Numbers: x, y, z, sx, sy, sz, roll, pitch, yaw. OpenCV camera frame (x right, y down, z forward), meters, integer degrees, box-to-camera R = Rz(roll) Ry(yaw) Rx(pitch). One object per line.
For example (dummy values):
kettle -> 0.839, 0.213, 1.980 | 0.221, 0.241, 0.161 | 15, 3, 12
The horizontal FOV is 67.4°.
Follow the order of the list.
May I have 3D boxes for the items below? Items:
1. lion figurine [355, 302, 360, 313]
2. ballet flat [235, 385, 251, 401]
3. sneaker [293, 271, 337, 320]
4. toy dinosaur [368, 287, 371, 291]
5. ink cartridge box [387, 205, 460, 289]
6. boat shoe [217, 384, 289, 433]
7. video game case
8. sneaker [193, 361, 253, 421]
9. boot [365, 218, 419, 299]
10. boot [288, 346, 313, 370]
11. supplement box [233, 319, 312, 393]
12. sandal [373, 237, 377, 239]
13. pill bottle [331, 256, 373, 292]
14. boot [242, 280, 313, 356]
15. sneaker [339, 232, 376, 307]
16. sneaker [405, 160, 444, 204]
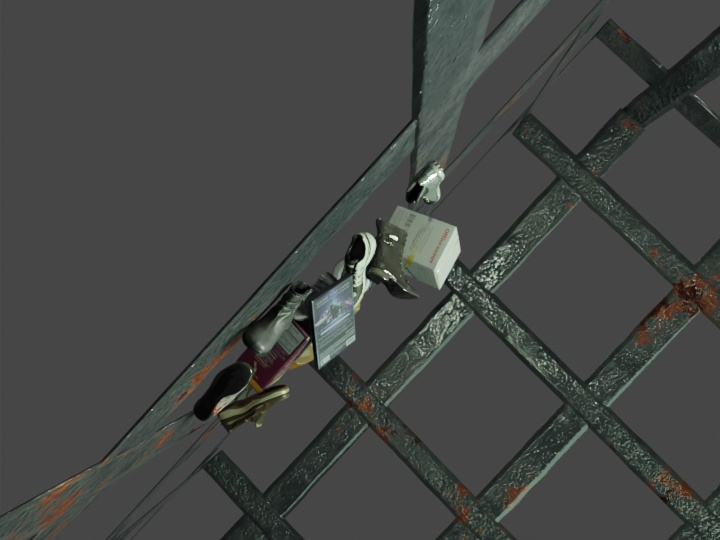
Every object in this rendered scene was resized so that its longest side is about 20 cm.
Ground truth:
lion figurine -> -0.080, 0.139, 1.822 | 0.198, 0.073, 0.123 | -31, -169, 18
ballet flat -> -0.352, 0.356, 1.748 | 0.200, 0.046, 0.068 | -50, 147, -39
sneaker -> -0.118, 0.080, 1.342 | 0.083, 0.074, 0.200 | -56, 171, 31
toy dinosaur -> -0.042, 0.045, 1.696 | 0.134, 0.087, 0.199 | -18, -175, -26
ink cartridge box -> 0.173, -0.067, 1.592 | 0.149, 0.198, 0.145 | -59, 154, -14
boat shoe -> -0.257, 0.348, 1.342 | 0.199, 0.076, 0.075 | -23, 179, 17
video game case -> -0.066, 0.124, 1.318 | 0.142, 0.019, 0.203 | -33, 132, -39
sneaker -> -0.313, 0.272, 1.301 | 0.201, 0.067, 0.108 | -45, 176, 19
boot -> 0.103, -0.030, 1.468 | 0.069, 0.199, 0.177 | -13, -127, 48
boot -> -0.250, 0.288, 1.678 | 0.198, 0.072, 0.144 | -7, 155, -35
supplement box -> -0.203, 0.190, 1.355 | 0.200, 0.103, 0.131 | -47, 172, 13
sandal -> 0.064, -0.073, 1.723 | 0.057, 0.080, 0.201 | -32, -175, 36
pill bottle -> 0.000, 0.000, 1.536 | 0.111, 0.111, 0.200 | -48, 175, 19
boot -> -0.172, 0.090, 1.141 | 0.132, 0.069, 0.200 | -52, -176, 19
sneaker -> -0.023, -0.002, 1.366 | 0.087, 0.074, 0.204 | 15, 89, -71
sneaker -> 0.169, -0.222, 1.528 | 0.115, 0.075, 0.201 | -40, 163, -12
